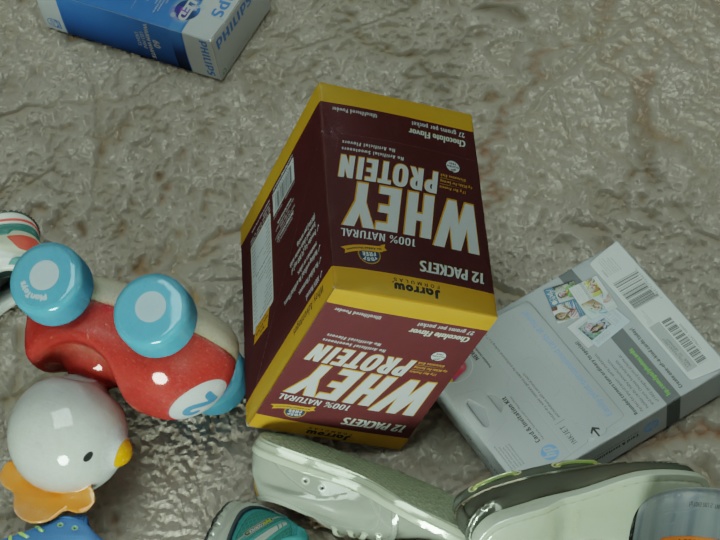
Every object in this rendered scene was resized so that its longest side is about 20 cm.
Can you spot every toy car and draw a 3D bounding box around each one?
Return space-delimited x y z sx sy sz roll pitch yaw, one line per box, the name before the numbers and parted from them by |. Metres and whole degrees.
toy car | -0.203 0.112 1.576 0.176 0.184 0.201 16 74 18

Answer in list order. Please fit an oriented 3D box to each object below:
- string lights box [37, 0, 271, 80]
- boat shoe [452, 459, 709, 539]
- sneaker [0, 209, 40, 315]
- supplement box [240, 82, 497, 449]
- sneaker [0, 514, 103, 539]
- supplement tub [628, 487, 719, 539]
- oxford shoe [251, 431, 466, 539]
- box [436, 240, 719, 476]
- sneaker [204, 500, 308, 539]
string lights box | -0.198 -0.260 1.908 0.199 0.059 0.103 19 59 21
boat shoe | 0.167 0.173 1.513 0.201 0.072 0.060 -9 34 -21
sneaker | -0.360 0.020 1.716 0.199 0.071 0.094 -20 47 -10
supplement box | 0.000 0.000 1.576 0.132 0.197 0.201 10 51 -19
sneaker | -0.263 0.235 1.552 0.199 0.076 0.105 15 45 10
supplement tub | 0.237 0.265 1.413 0.122 0.123 0.201 6 55 13
oxford shoe | 0.005 0.182 1.554 0.199 0.075 0.058 19 98 10
box | 0.170 0.083 1.610 0.199 0.041 0.156 -29 55 -14
sneaker | -0.097 0.262 1.499 0.079 0.078 0.201 16 57 9
